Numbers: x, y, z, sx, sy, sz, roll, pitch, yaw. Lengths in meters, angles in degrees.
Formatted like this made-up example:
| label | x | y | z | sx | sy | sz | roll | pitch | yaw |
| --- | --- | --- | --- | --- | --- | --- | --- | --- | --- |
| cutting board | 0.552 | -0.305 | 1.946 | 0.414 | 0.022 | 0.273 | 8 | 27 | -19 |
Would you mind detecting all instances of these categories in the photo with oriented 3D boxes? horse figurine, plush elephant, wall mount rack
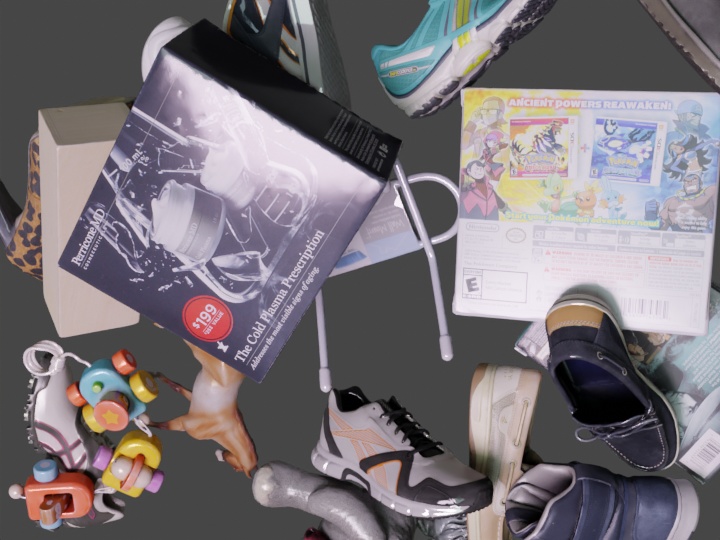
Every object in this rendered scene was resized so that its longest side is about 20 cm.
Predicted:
| label | x | y | z | sx | sy | sz | roll | pitch | yaw |
| --- | --- | --- | --- | --- | --- | --- | --- | --- | --- |
| horse figurine | -0.150 | 0.098 | 0.951 | 0.132 | 0.050 | 0.201 | 20 | 115 | 18 |
| plush elephant | -0.004 | 0.282 | 0.890 | 0.199 | 0.155 | 0.165 | 2 | 131 | 12 |
| wall mount rack | 0.000 | 0.000 | 0.859 | 0.199 | 0.075 | 0.174 | -17 | 104 | 22 |

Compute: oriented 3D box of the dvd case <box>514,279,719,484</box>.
| label | x | y | z | sx | sy | sz | roll | pitch | yaw |
| --- | --- | --- | --- | --- | --- | --- | --- | --- | --- |
| dvd case | 0.250 | 0.067 | 0.834 | 0.200 | 0.022 | 0.146 | 36 | 114 | 5 |

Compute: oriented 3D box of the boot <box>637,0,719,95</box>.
| label | x | y | z | sx | sy | sz | roll | pitch | yaw |
| --- | --- | --- | --- | --- | --- | --- | --- | --- | --- |
| boot | 0.289 | -0.230 | 0.683 | 0.200 | 0.073 | 0.182 | -38 | 70 | 19 |

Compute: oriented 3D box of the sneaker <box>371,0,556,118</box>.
| label | x | y | z | sx | sy | sz | roll | pitch | yaw |
| --- | --- | --- | --- | --- | --- | --- | --- | --- | --- |
| sneaker | 0.088 | -0.203 | 0.770 | 0.200 | 0.077 | 0.080 | -39 | 84 | 24 |

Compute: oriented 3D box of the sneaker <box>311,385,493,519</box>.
| label | x | y | z | sx | sy | sz | roll | pitch | yaw |
| --- | --- | --- | --- | --- | --- | --- | --- | --- | --- |
| sneaker | 0.031 | 0.155 | 0.868 | 0.200 | 0.074 | 0.080 | 13 | 99 | 43 |

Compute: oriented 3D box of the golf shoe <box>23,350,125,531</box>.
| label | x | y | z | sx | sy | sz | roll | pitch | yaw |
| --- | --- | --- | --- | --- | --- | --- | --- | --- | --- |
| golf shoe | -0.286 | 0.169 | 1.012 | 0.088 | 0.077 | 0.201 | 1 | 114 | 0 |

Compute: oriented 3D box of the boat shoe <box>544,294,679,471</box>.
| label | x | y | z | sx | sy | sz | roll | pitch | yaw |
| --- | --- | --- | --- | --- | --- | --- | --- | --- | --- |
| boat shoe | 0.197 | 0.104 | 0.790 | 0.074 | 0.062 | 0.200 | -12 | 131 | 30 |

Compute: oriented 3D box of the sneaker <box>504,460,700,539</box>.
| label | x | y | z | sx | sy | sz | roll | pitch | yaw |
| --- | --- | --- | --- | --- | --- | --- | --- | --- | --- |
| sneaker | 0.179 | 0.248 | 0.855 | 0.146 | 0.077 | 0.203 | 12 | 115 | -13 |

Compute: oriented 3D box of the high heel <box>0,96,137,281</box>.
| label | x | y | z | sx | sy | sz | roll | pitch | yaw |
| --- | --- | --- | --- | --- | --- | --- | --- | --- | --- |
| high heel | -0.259 | -0.073 | 0.928 | 0.199 | 0.071 | 0.143 | -21 | 112 | 19 |

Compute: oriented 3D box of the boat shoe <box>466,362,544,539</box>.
| label | x | y | z | sx | sy | sz | roll | pitch | yaw |
| --- | --- | --- | --- | --- | --- | --- | --- | --- | --- |
| boat shoe | 0.131 | 0.180 | 0.882 | 0.065 | 0.072 | 0.201 | 3 | 103 | 16 |

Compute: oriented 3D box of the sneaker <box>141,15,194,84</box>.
| label | x | y | z | sx | sy | sz | roll | pitch | yaw |
| --- | --- | --- | --- | --- | --- | --- | --- | --- | --- |
| sneaker | -0.137 | -0.105 | 0.842 | 0.080 | 0.070 | 0.201 | 28 | 133 | 27 |

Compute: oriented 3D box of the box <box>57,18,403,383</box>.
| label | x | y | z | sx | sy | sz | roll | pitch | yaw |
| --- | --- | --- | --- | --- | --- | --- | --- | --- | --- |
| box | -0.098 | -0.051 | 0.764 | 0.182 | 0.104 | 0.200 | 31 | 115 | -4 |

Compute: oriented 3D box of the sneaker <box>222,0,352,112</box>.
| label | x | y | z | sx | sy | sz | roll | pitch | yaw |
| --- | --- | --- | --- | --- | --- | --- | --- | --- | --- |
| sneaker | -0.060 | -0.178 | 0.819 | 0.079 | 0.078 | 0.201 | -12 | 93 | 16 |

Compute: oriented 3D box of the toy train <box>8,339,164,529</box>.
| label | x | y | z | sx | sy | sz | roll | pitch | yaw |
| --- | --- | --- | --- | --- | --- | --- | --- | --- | --- |
| toy train | -0.261 | 0.167 | 0.943 | 0.150 | 0.056 | 0.201 | 3 | 114 | -7 |

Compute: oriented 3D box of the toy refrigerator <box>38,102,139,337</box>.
| label | x | y | z | sx | sy | sz | roll | pitch | yaw |
| --- | --- | --- | --- | --- | --- | --- | --- | --- | --- |
| toy refrigerator | -0.237 | -0.044 | 0.882 | 0.070 | 0.076 | 0.201 | 52 | 142 | 42 |

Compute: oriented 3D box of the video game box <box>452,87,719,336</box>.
| label | x | y | z | sx | sy | sz | roll | pitch | yaw |
| --- | --- | --- | --- | --- | --- | --- | --- | --- | --- |
| video game box | 0.175 | -0.050 | 0.788 | 0.199 | 0.047 | 0.183 | 5 | 101 | 18 |
